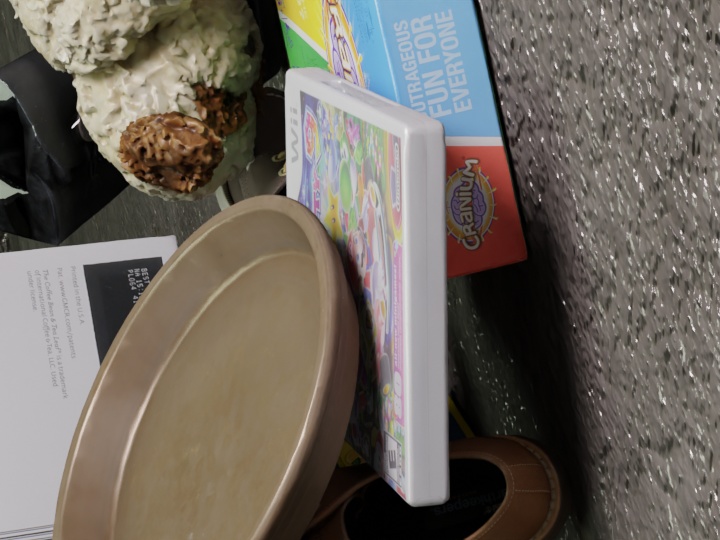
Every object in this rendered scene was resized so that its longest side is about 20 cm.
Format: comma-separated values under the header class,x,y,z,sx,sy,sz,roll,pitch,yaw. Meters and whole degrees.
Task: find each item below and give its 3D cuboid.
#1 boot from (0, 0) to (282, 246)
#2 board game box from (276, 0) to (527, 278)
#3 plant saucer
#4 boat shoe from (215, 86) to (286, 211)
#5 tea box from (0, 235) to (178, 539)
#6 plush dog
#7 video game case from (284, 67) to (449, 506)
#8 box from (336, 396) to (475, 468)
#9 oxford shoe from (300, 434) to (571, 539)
class,x,y,z,sx,sy,sz,roll,pitch,yaw
boot,-0.130,-0.129,1.352,0.065,0.200,0.165,3,120,42
board game box,0.010,-0.084,1.119,0.200,0.040,0.154,-156,52,-76
plant saucer,-0.061,0.066,1.057,0.200,0.029,0.201,-39,37,38
boat shoe,-0.023,-0.023,1.295,0.060,0.072,0.201,113,150,-43
tea box,-0.154,0.113,1.363,0.197,0.133,0.201,116,145,-65
plush dog,-0.104,-0.114,1.243,0.200,0.160,0.172,-58,-52,-69
video game case,0.000,0.000,1.056,0.200,0.018,0.144,-144,52,-73
box,0.025,0.154,1.268,0.064,0.070,0.201,-123,21,-50
oxford shoe,-0.018,0.110,1.067,0.071,0.199,0.072,19,-131,-69
